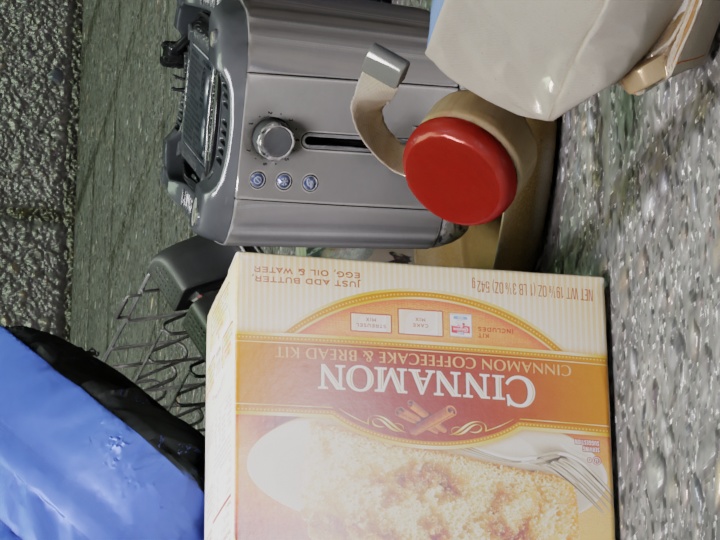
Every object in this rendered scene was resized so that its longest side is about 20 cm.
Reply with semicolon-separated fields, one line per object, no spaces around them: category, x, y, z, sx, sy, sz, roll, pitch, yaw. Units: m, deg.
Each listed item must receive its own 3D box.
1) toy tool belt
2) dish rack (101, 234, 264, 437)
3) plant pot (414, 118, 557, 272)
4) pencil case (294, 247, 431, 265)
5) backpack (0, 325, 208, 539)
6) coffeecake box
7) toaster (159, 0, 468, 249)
toy tool belt;0.081;-0.119;1.090;0.123;0.125;0.200;-53;-12;-44
dish rack;-0.079;0.091;1.428;0.154;0.054;0.200;57;139;25
plant pot;0.058;-0.059;1.353;0.200;0.027;0.201;-175;90;-80
pencil case;0.000;0.000;1.468;0.078;0.089;0.200;104;164;-51
backpack;-0.116;0.135;1.256;0.162;0.168;0.200;29;161;37
coffeecake box;0.018;0.102;1.161;0.073;0.153;0.200;119;152;-65
toaster;-0.019;-0.071;1.349;0.200;0.129;0.114;-136;52;-75
